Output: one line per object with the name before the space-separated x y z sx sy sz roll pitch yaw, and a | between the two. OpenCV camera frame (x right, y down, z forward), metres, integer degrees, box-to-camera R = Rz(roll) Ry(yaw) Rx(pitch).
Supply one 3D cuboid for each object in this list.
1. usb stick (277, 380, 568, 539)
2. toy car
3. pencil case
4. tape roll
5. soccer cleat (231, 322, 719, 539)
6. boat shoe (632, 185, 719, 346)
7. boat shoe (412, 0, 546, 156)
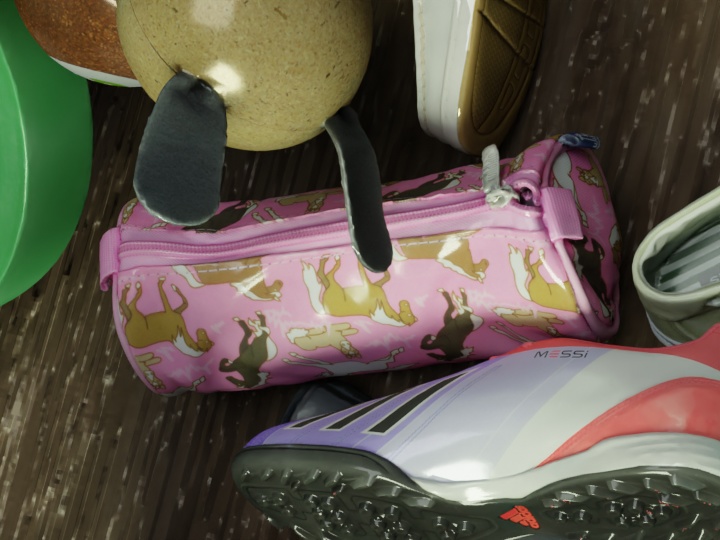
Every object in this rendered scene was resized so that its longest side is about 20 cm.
usb stick | 0.049 0.104 0.922 0.199 0.033 0.056 28 87 26
toy car | -0.053 -0.084 0.876 0.158 0.163 0.201 -47 48 37
pencil case | 0.000 0.000 0.936 0.198 0.083 0.087 -9 111 23
tape roll | -0.204 -0.069 1.010 0.199 0.048 0.202 13 115 28
soccer cleat | 0.048 0.061 0.886 0.198 0.068 0.074 -5 53 27
boat shoe | 0.189 -0.029 0.881 0.199 0.062 0.072 -34 66 10
boat shoe | 0.035 -0.144 0.970 0.069 0.071 0.202 2 80 23
